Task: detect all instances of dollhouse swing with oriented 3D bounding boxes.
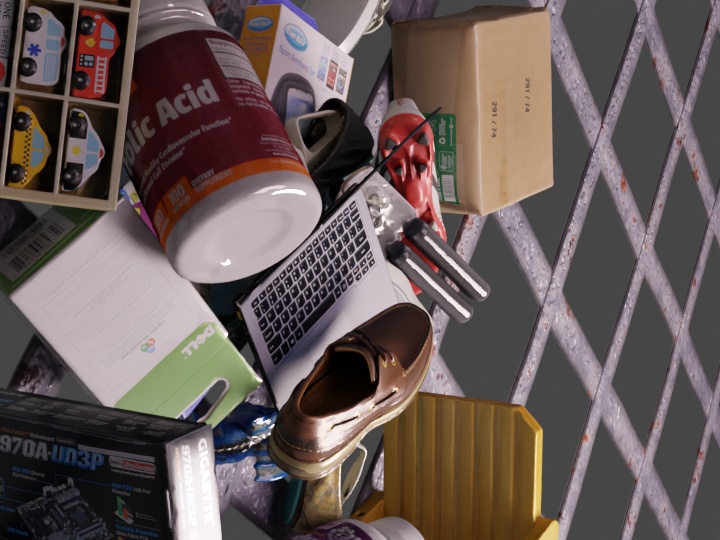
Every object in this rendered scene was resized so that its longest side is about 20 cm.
[{"bbox_3d":[0.070,0.236,1.353,0.182,0.200,0.176,-36,125,-52],"label":"dollhouse swing"}]

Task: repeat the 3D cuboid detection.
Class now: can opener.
[{"bbox_3d":[0.040,-0.028,1.308,0.053,0.067,0.200,-51,125,-5],"label":"can opener"}]

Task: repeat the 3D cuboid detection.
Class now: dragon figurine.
[{"bbox_3d":[-0.088,0.140,1.172,0.200,0.099,0.059,-21,112,-57],"label":"dragon figurine"}]

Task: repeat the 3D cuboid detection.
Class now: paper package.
[{"bbox_3d":[0.119,-0.171,1.479,0.191,0.103,0.200,-23,114,-55],"label":"paper package"}]

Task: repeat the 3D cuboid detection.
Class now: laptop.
[{"bbox_3d":[0.000,0.000,1.130,0.187,0.116,0.200,-46,128,-42],"label":"laptop"}]

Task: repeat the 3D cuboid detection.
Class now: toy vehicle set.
[{"bbox_3d":[-0.211,-0.145,0.918,0.027,0.124,0.200,174,-78,-77],"label":"toy vehicle set"}]

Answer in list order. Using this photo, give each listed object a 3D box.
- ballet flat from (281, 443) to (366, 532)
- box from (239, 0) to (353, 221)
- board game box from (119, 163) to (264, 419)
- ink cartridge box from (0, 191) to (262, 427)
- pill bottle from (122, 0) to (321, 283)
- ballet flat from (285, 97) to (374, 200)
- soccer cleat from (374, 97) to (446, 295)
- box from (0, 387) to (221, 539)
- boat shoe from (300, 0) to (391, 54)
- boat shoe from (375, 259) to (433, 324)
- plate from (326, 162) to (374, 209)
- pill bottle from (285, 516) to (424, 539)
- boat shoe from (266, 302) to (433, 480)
[{"bbox_3d":[-0.022,0.146,1.288,0.071,0.071,0.200,-5,109,-59],"label":"ballet flat"},{"bbox_3d":[-0.062,-0.125,1.161,0.119,0.041,0.200,27,72,-57],"label":"box"},{"bbox_3d":[-0.135,-0.020,1.127,0.200,0.041,0.200,-54,137,-42],"label":"board game box"},{"bbox_3d":[-0.167,0.040,1.010,0.104,0.059,0.200,-43,128,-14],"label":"ink cartridge box"},{"bbox_3d":[-0.117,-0.101,0.993,0.114,0.114,0.200,19,38,-59],"label":"pill bottle"},{"bbox_3d":[-0.053,-0.078,1.090,0.200,0.068,0.068,-52,125,-53],"label":"ballet flat"},{"bbox_3d":[0.045,-0.070,1.358,0.085,0.069,0.200,-93,179,-59],"label":"soccer cleat"},{"bbox_3d":[-0.181,0.168,0.922,0.046,0.200,0.159,-21,111,-54],"label":"box"},{"bbox_3d":[0.001,-0.254,1.299,0.064,0.071,0.200,56,46,-45],"label":"boat shoe"},{"bbox_3d":[0.014,0.045,1.312,0.201,0.070,0.072,48,50,-54],"label":"boat shoe"},{"bbox_3d":[-0.019,-0.009,1.342,0.200,0.026,0.200,-14,106,-59],"label":"plate"},{"bbox_3d":[-0.032,0.283,1.235,0.200,0.112,0.112,-13,106,-44],"label":"pill bottle"},{"bbox_3d":[0.002,0.084,1.123,0.200,0.072,0.068,-43,157,-42],"label":"boat shoe"}]
